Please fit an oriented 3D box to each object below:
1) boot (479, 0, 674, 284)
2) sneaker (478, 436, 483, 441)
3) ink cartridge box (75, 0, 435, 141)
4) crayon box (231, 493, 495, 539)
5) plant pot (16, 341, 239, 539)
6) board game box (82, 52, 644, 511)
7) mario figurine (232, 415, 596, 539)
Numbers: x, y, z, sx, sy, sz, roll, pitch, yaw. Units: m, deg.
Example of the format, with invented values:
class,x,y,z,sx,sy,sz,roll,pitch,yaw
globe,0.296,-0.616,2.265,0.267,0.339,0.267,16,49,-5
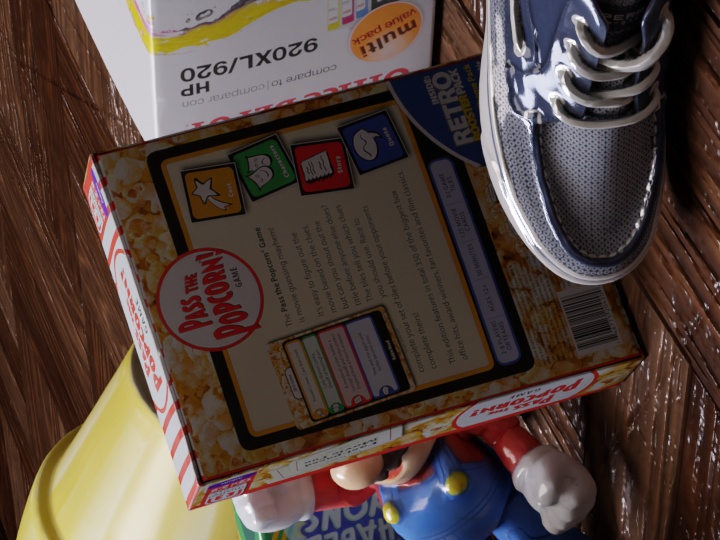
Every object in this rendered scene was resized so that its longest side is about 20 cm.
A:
class,x,y,z,sx,sy,sz,roll,pitch,yaw
boot,0.084,-0.082,1.041,0.090,0.073,0.200,-131,29,-71
sneaker,0.045,0.036,1.330,0.200,0.074,0.116,132,121,-84
ink cartridge box,-0.053,-0.179,1.310,0.200,0.147,0.145,92,157,-50
crayon box,0.006,0.153,1.470,0.052,0.126,0.200,-138,35,-64
plant pot,-0.103,0.133,1.758,0.201,0.201,0.189,62,146,40
board game box,0.000,0.000,1.190,0.046,0.200,0.152,118,135,-69
mario figurine,0.024,0.102,1.250,0.200,0.123,0.106,48,173,-24
